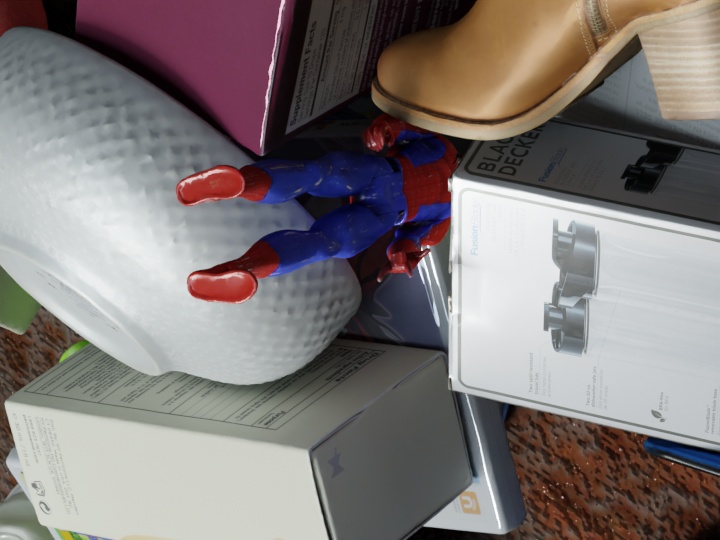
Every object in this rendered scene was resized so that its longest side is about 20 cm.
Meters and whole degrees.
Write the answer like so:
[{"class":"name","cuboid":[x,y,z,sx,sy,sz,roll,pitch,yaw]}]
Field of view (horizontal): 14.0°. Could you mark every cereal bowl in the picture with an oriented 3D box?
[{"class":"cereal bowl","cuboid":[-0.102,-0.014,1.295,0.200,0.083,0.200,35,168,9]}]

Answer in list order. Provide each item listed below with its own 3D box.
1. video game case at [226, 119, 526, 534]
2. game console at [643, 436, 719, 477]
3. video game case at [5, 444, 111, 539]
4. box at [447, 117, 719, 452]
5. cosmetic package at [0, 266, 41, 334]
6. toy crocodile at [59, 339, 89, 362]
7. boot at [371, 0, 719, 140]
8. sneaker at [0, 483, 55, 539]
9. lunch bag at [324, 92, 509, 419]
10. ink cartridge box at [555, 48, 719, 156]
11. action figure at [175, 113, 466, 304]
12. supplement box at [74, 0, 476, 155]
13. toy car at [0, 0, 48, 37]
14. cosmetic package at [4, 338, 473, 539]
[{"class":"video game case","cuboid":[-0.018,0.026,1.386,0.182,0.023,0.201,1,113,43]},{"class":"game console","cuboid":[0.235,0.139,1.265,0.199,0.118,0.171,17,129,35]},{"class":"video game case","cuboid":[-0.068,0.164,1.505,0.199,0.022,0.182,6,138,37]},{"class":"box","cuboid":[0.138,0.010,1.219,0.199,0.060,0.117,11,128,18]},{"class":"cosmetic package","cuboid":[-0.220,-0.028,1.519,0.103,0.073,0.200,29,177,9]},{"class":"toy crocodile","cuboid":[-0.122,0.036,1.578,0.068,0.061,0.201,-117,33,-51]},{"class":"boot","cuboid":[0.075,-0.138,1.177,0.199,0.074,0.155,-3,113,34]},{"class":"sneaker","cuboid":[-0.146,0.194,1.661,0.199,0.099,0.078,27,130,28]},{"class":"lunch bag","cuboid":[0.000,0.000,1.432,0.160,0.082,0.201,30,130,29]},{"class":"ink cartridge box","cuboid":[0.131,-0.079,1.271,0.147,0.076,0.201,27,133,28]},{"class":"action figure","cuboid":[0.003,-0.030,1.221,0.051,0.200,0.066,-7,97,34]},{"class":"supplement box","cuboid":[-0.016,-0.142,1.271,0.110,0.200,0.086,31,131,24]},{"class":"toy car","cuboid":[-0.196,-0.173,1.480,0.177,0.184,0.201,12,81,65]},{"class":"cosmetic package","cuboid":[-0.058,0.080,1.363,0.199,0.105,0.071,7,119,42]}]
